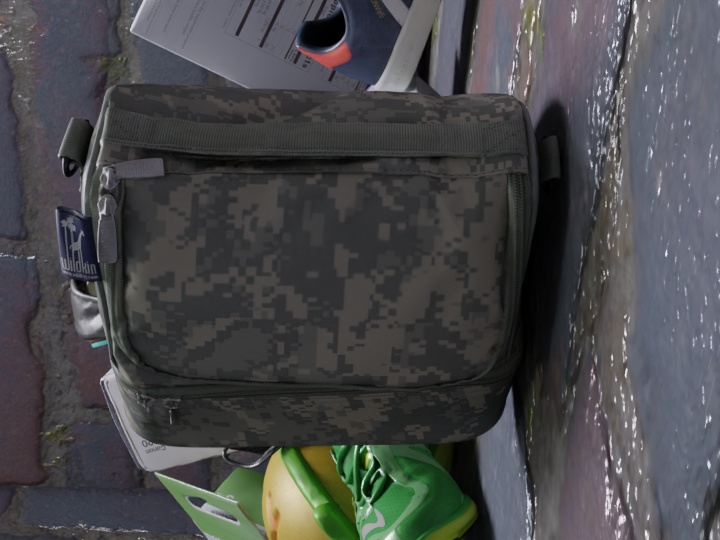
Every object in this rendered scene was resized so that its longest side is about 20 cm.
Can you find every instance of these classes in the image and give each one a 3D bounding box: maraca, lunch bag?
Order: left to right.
[{"bbox_3d":[-0.023,-0.012,0.670,0.168,0.200,0.140,95,175,-58],"label":"lunch bag"},{"bbox_3d":[-0.002,0.164,0.972,0.107,0.137,0.200,-44,18,1],"label":"maraca"}]

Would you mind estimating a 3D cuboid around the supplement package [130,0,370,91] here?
[{"bbox_3d":[-0.061,-0.198,1.184,0.110,0.200,0.114,-62,11,17],"label":"supplement package"}]

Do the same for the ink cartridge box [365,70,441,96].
[{"bbox_3d":[-0.014,-0.023,0.951,0.198,0.043,0.200,-45,24,23],"label":"ink cartridge box"}]

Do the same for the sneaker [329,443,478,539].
[{"bbox_3d":[0.012,0.114,0.861,0.074,0.084,0.200,-44,15,10],"label":"sneaker"}]

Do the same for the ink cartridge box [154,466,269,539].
[{"bbox_3d":[-0.053,0.203,1.118,0.104,0.059,0.200,11,142,48],"label":"ink cartridge box"}]

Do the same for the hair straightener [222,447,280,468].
[{"bbox_3d":[-0.016,0.044,0.943,0.200,0.041,0.077,-48,-2,-2],"label":"hair straightener"}]

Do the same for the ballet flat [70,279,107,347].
[{"bbox_3d":[-0.140,0.010,1.114,0.068,0.200,0.069,-36,-71,-56],"label":"ballet flat"}]

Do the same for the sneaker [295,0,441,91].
[{"bbox_3d":[0.014,-0.196,0.892,0.075,0.084,0.200,-88,15,-53],"label":"sneaker"}]

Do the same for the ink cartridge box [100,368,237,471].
[{"bbox_3d":[-0.087,0.061,1.161,0.085,0.145,0.200,67,-159,-16],"label":"ink cartridge box"}]
